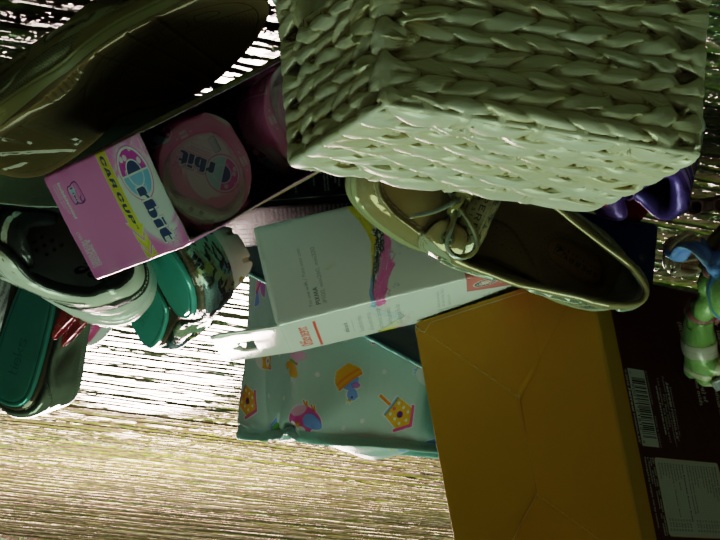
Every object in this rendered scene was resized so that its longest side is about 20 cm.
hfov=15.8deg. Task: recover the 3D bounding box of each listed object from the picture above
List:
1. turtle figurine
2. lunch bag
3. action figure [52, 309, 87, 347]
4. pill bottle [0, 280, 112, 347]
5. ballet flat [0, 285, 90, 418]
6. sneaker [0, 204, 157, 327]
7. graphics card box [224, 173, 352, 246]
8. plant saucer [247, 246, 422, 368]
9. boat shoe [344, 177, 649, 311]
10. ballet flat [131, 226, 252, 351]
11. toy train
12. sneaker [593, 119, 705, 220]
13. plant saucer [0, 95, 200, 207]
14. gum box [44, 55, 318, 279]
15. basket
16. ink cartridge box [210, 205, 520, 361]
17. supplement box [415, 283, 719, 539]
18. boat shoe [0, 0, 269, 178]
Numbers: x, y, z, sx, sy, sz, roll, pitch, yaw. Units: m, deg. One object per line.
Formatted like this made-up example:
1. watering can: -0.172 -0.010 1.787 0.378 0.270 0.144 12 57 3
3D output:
1. turtle figurine: 0.279 0.023 1.659 0.200 0.194 0.144 33 122 1
2. lunch bag: 0.022 0.053 1.894 0.200 0.171 0.122 9 172 -29
3. action figure: -0.258 -0.028 1.657 0.200 0.052 0.065 42 180 7
4. pill bottle: -0.266 -0.014 1.764 0.200 0.113 0.113 9 164 -32
5. ballet flat: -0.196 0.001 1.713 0.067 0.200 0.064 24 -166 30
6. sneaker: -0.218 -0.030 1.585 0.200 0.076 0.088 19 170 1
7. graphics card box: -0.060 -0.050 1.686 0.200 0.051 0.125 -6 169 0
8. plant saucer: 0.006 0.011 1.813 0.200 0.070 0.019 29 172 -20
9. boat shoe: 0.084 -0.029 1.530 0.200 0.073 0.063 21 -177 -27
10. ballet flat: -0.106 0.000 1.668 0.074 0.074 0.200 5 169 -14
11. toy train: 0.163 -0.009 1.833 0.200 0.085 0.116 8 175 -27
12. sneaker: 0.136 -0.075 1.540 0.200 0.084 0.081 14 162 -39
13. plant saucer: -0.140 -0.077 1.549 0.201 0.039 0.201 -3 -166 1
14. gum box: -0.058 -0.074 1.421 0.200 0.066 0.113 -30 -174 -33
15. basket: 0.065 -0.110 1.317 0.200 0.123 0.136 8 164 -24
16. ink cartridge box: 0.000 0.000 1.640 0.200 0.068 0.116 -14 169 -1
17. supplement box: 0.159 0.118 1.695 0.133 0.197 0.200 -19 164 31
18. boat shoe: -0.135 -0.122 1.419 0.200 0.065 0.072 -30 142 31
